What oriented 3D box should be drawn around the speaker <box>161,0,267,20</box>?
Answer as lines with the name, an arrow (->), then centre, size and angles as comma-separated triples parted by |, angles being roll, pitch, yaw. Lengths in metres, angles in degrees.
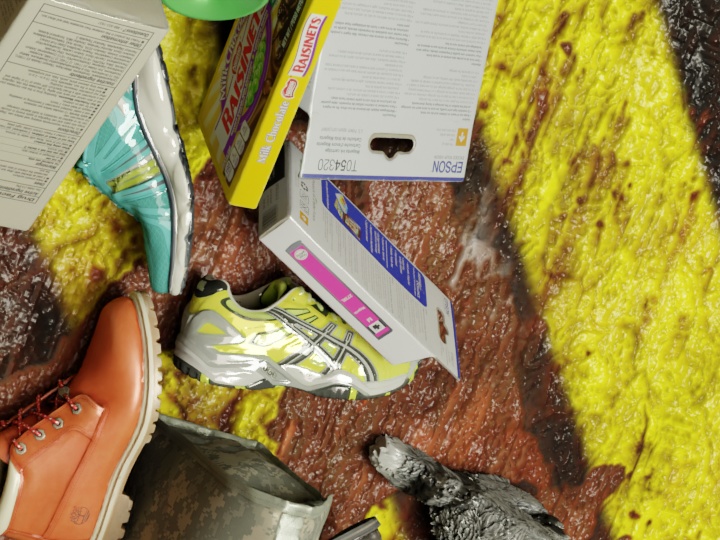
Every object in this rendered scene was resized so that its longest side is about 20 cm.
speaker -> -0.096, -0.270, 1.361 | 0.088, 0.088, 0.202 | 10, 66, -29

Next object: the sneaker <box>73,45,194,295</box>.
sneaker -> -0.160, -0.078, 1.453 | 0.079, 0.078, 0.202 | -13, 107, -2

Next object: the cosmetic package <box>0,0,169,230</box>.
cosmetic package -> -0.218, -0.122, 1.336 | 0.104, 0.072, 0.200 | 12, 134, -37

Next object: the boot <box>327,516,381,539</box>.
boot -> -0.006, 0.306, 1.579 | 0.174, 0.069, 0.200 | 44, 101, 7

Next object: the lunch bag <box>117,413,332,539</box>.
lunch bag -> -0.100, 0.213, 1.482 | 0.117, 0.200, 0.165 | 19, 95, -29

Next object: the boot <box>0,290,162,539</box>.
boot -> -0.204, 0.106, 1.474 | 0.106, 0.075, 0.202 | 12, 100, -24

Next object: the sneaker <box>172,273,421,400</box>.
sneaker -> -0.038, 0.048, 1.538 | 0.198, 0.075, 0.077 | 4, 103, -29

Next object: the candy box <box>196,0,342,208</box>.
candy box -> -0.060, -0.152, 1.409 | 0.026, 0.103, 0.201 | 8, 126, -24

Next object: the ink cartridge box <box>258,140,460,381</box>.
ink cartridge box -> 0.000, 0.000, 1.531 | 0.037, 0.095, 0.200 | -35, 121, 23

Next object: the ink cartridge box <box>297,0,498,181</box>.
ink cartridge box -> 0.022, -0.166, 1.486 | 0.195, 0.043, 0.202 | -1, 106, -51

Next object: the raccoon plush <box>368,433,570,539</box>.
raccoon plush -> 0.069, 0.226, 1.660 | 0.199, 0.097, 0.135 | 31, 104, -1
